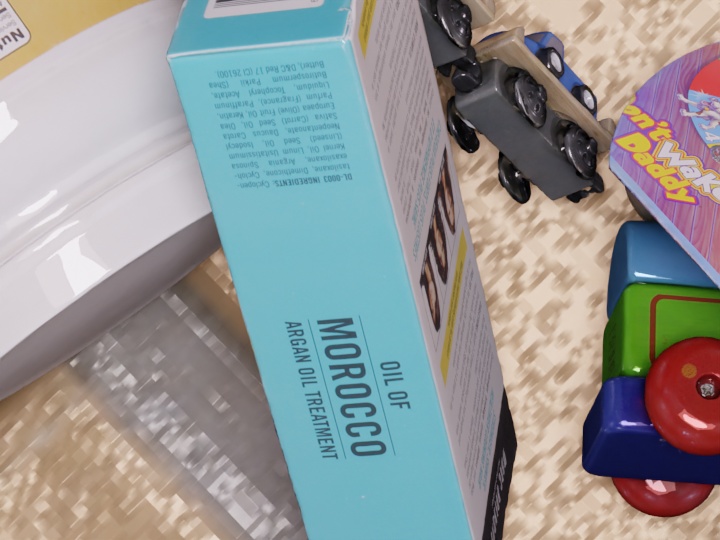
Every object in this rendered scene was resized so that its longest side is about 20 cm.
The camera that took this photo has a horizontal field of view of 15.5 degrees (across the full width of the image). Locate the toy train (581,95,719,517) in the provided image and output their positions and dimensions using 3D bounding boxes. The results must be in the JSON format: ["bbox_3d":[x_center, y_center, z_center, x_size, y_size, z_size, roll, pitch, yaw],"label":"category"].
[{"bbox_3d":[0.169,0.014,0.792,0.199,0.085,0.116,4,70,-2],"label":"toy train"}]

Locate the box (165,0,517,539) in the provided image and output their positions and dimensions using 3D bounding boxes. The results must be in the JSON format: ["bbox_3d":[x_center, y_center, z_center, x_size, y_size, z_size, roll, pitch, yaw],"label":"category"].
[{"bbox_3d":[0.000,0.000,0.734,0.049,0.082,0.201,-5,126,13],"label":"box"}]

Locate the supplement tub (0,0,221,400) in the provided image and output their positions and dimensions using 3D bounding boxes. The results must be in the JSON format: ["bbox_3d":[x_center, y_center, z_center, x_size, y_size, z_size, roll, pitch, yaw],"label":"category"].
[{"bbox_3d":[-0.129,-0.070,0.766,0.144,0.144,0.200,-35,87,0],"label":"supplement tub"}]

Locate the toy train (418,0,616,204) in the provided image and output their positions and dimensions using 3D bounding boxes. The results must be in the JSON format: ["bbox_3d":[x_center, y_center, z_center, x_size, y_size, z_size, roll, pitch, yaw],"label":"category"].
[{"bbox_3d":[0.013,-0.084,0.765,0.034,0.200,0.046,-21,44,29],"label":"toy train"}]

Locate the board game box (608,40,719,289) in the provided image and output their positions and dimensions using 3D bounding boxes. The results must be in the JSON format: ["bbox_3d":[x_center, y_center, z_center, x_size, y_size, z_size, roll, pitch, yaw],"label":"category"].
[{"bbox_3d":[0.168,-0.022,0.734,0.157,0.039,0.200,-13,46,-30],"label":"board game box"}]
